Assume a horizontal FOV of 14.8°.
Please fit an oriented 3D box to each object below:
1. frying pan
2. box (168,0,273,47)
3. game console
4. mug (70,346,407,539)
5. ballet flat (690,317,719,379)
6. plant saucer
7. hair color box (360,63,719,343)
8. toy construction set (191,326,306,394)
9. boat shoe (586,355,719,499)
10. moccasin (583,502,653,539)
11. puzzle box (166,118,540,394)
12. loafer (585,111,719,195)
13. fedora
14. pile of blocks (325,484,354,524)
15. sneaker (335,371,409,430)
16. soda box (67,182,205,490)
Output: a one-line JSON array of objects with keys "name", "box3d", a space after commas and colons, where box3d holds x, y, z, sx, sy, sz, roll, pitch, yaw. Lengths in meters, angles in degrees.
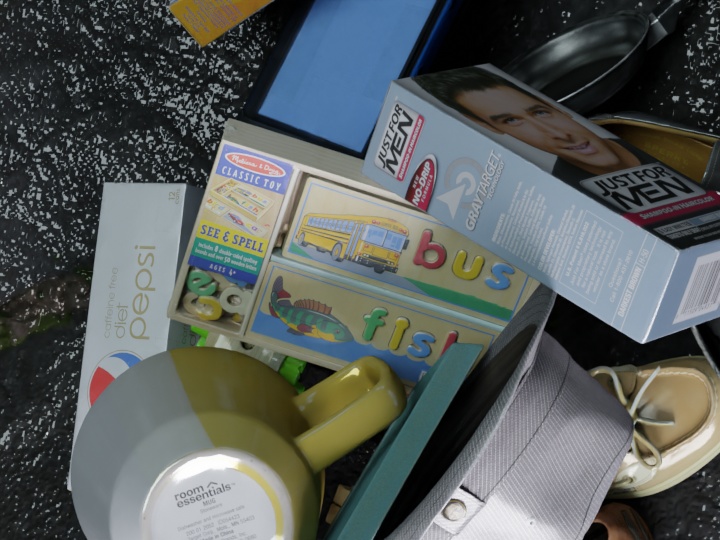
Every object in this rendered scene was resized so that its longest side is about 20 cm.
[{"name": "frying pan", "box3d": [0.149, -0.137, 1.633, 0.190, 0.031, 0.115, -37, 21, -19]}, {"name": "box", "box3d": [-0.028, -0.230, 1.725, 0.200, 0.041, 0.119, -33, 26, 23]}, {"name": "game console", "box3d": [-0.002, -0.139, 1.665, 0.170, 0.118, 0.200, 22, 81, 32]}, {"name": "mug", "box3d": [-0.078, 0.110, 1.543, 0.149, 0.153, 0.187, 27, 92, -9]}, {"name": "ballet flat", "box3d": [0.222, 0.056, 1.521, 0.066, 0.057, 0.200, -39, 73, 42]}, {"name": "plant saucer", "box3d": [0.009, 0.119, 1.522, 0.019, 0.200, 0.070, 34, 141, -3]}, {"name": "hair color box", "box3d": [0.110, -0.040, 1.511, 0.200, 0.099, 0.061, 32, 116, 28]}, {"name": "toy construction set", "box3d": [-0.089, 0.106, 1.687, 0.092, 0.131, 0.201, 13, 90, 5]}, {"name": "boat shoe", "box3d": [0.125, 0.099, 1.590, 0.200, 0.063, 0.074, -24, 68, 25]}, {"name": "moccasin", "box3d": [0.077, 0.200, 1.591, 0.201, 0.078, 0.074, -30, 67, 23]}, {"name": "puzzle box", "box3d": [0.000, 0.000, 1.582, 0.199, 0.025, 0.133, 17, 124, -4]}, {"name": "loafer", "box3d": [0.207, -0.042, 1.562, 0.200, 0.072, 0.073, 17, 89, 32]}, {"name": "fedora", "box3d": [0.083, 0.111, 1.509, 0.090, 0.177, 0.200, 35, 101, -5]}, {"name": "pile of blocks", "box3d": [-0.001, 0.205, 1.581, 0.082, 0.062, 0.200, -50, 36, 32]}, {"name": "sneaker", "box3d": [0.030, 0.004, 1.647, 0.071, 0.098, 0.201, 34, 100, 30]}, {"name": "soda box", "box3d": [-0.131, 0.047, 1.757, 0.068, 0.064, 0.201, 2, 82, 32]}]
